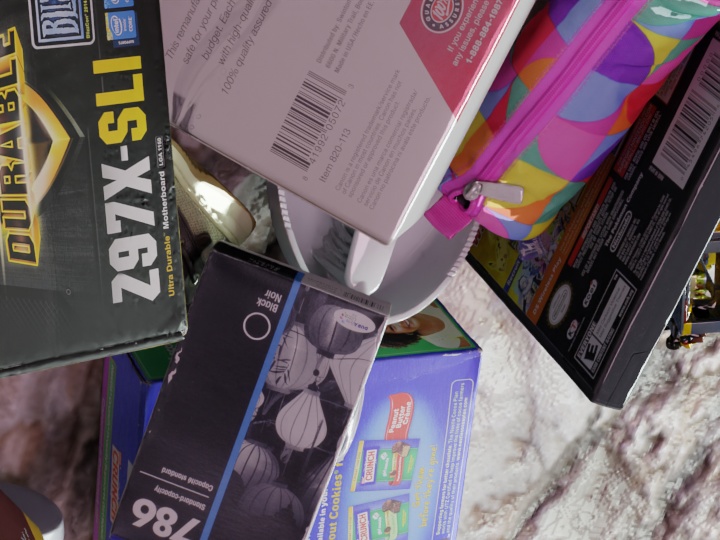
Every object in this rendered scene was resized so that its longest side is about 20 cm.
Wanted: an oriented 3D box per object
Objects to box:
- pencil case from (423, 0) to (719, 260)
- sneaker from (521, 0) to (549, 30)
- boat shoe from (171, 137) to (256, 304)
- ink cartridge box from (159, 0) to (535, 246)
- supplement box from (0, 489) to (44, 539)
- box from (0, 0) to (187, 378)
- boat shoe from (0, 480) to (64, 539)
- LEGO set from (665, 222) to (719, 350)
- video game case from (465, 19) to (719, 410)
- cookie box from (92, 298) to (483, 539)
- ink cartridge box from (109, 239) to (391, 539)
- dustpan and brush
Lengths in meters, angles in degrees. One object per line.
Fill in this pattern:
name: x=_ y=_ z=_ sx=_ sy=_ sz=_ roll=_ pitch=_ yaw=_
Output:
pencil case: x=0.110 y=-0.098 z=1.166 sx=0.088 sy=0.089 sz=0.200 roll=13 pitch=131 yaw=-30
sneaker: x=0.102 y=-0.196 z=1.203 sx=0.199 sy=0.074 sz=0.116 roll=-34 pitch=146 yaw=-18
boat shoe: x=-0.121 y=-0.040 z=1.138 sx=0.200 sy=0.073 sz=0.065 roll=37 pitch=73 yaw=-50
ink cartridge box: x=-0.032 y=-0.127 z=1.097 sx=0.199 sy=0.083 sz=0.147 roll=30 pitch=105 yaw=5
supplement box: x=-0.208 y=0.184 z=1.046 sx=0.132 sy=0.198 sz=0.200 roll=-31 pitch=146 yaw=-1
box: x=-0.159 y=-0.056 z=1.014 sx=0.159 sy=0.049 sz=0.202 roll=-11 pitch=100 yaw=-41
boat shoe: x=-0.257 y=0.164 z=1.211 sx=0.200 sy=0.075 sz=0.087 roll=-3 pitch=117 yaw=-22
LEGO set: x=0.226 y=-0.056 z=1.277 sx=0.115 sy=0.154 sz=0.202 roll=-3 pitch=111 yaw=-5
video game case: x=0.135 y=-0.056 z=1.214 sx=0.025 sy=0.181 sz=0.201 roll=15 pitch=109 yaw=-29
cookie box: x=-0.044 y=0.110 z=1.283 sx=0.198 sy=0.075 sz=0.172 roll=-4 pitch=116 yaw=-24
ink cartridge box: x=-0.063 y=0.095 z=1.174 sx=0.099 sy=0.039 sz=0.201 roll=19 pitch=101 yaw=-1
dustpan and brush: x=0.000 y=0.000 z=1.216 sx=0.139 sy=0.057 sz=0.202 roll=16 pitch=89 yaw=-31
